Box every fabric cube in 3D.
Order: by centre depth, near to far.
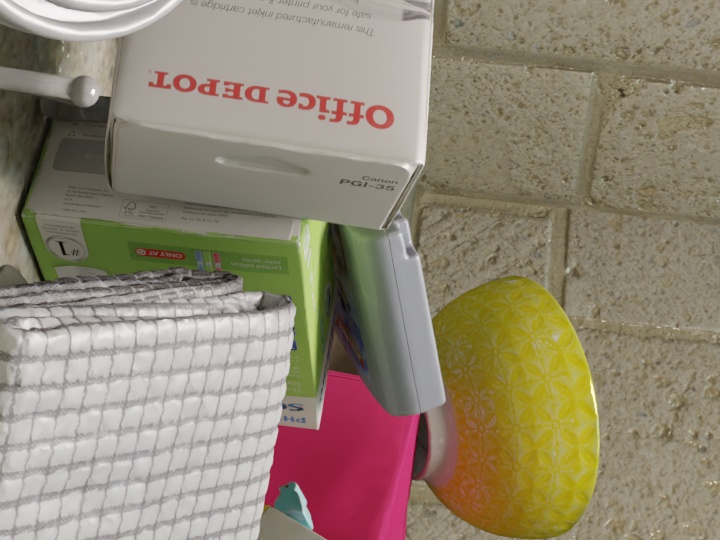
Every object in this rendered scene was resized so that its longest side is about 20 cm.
[{"bbox_3d":[-0.072,0.198,0.979,0.200,0.194,0.202,-68,165,-63],"label":"fabric cube"}]

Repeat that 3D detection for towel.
[{"bbox_3d":[-0.122,0.086,0.625,0.199,0.085,0.167,-4,111,-55],"label":"towel"}]

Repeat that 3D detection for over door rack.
[{"bbox_3d":[-0.131,-0.147,0.631,0.200,0.066,0.149,-7,104,-84],"label":"over door rack"}]

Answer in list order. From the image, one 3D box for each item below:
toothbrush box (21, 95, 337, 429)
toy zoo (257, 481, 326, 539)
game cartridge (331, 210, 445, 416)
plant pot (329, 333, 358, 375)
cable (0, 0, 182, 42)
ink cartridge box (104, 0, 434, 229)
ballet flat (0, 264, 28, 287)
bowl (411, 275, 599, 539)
[{"bbox_3d":[-0.092,0.001,0.803,0.201,0.144,0.087,87,10,-55],"label":"toothbrush box"},{"bbox_3d":[-0.092,0.182,0.724,0.200,0.130,0.021,-45,122,-33],"label":"toy zoo"},{"bbox_3d":[0.000,0.000,0.870,0.200,0.041,0.134,-124,-156,-62],"label":"game cartridge"},{"bbox_3d":[-0.051,0.078,1.163,0.200,0.172,0.202,7,90,-83],"label":"plant pot"},{"bbox_3d":[-0.111,-0.183,0.499,0.201,0.069,0.201,-58,142,-32],"label":"cable"},{"bbox_3d":[-0.042,-0.132,0.697,0.083,0.145,0.202,119,-23,-66],"label":"ink cartridge box"},{"bbox_3d":[-0.151,0.088,0.712,0.068,0.063,0.202,-74,168,-60],"label":"ballet flat"},{"bbox_3d":[0.082,0.110,1.071,0.200,0.107,0.202,173,-90,-67],"label":"bowl"}]
